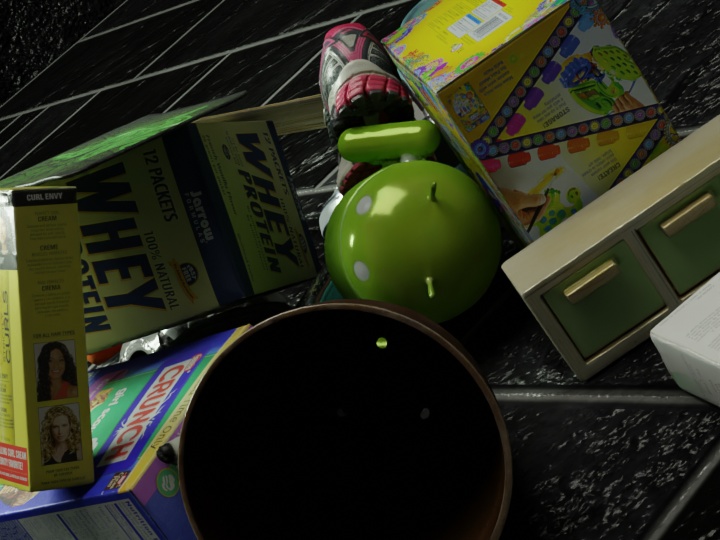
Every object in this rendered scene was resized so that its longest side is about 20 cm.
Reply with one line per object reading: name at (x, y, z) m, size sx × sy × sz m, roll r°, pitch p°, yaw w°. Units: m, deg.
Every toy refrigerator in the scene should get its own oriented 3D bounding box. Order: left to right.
toy refrigerator at (0.197, -0.021, 1.174) m, size 0.200 × 0.076 × 0.070 m, roll -34°, pitch 19°, yaw 3°

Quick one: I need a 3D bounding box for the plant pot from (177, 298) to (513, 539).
plant pot at (0.003, 0.095, 1.117) m, size 0.187 × 0.187 × 0.200 m, roll -32°, pitch 4°, yaw 11°

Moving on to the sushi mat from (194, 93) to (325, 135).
sushi mat at (-0.100, -0.116, 1.515) m, size 0.200 × 0.012 × 0.096 m, roll -13°, pitch -11°, yaw -16°

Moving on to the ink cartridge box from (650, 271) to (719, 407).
ink cartridge box at (0.270, 0.022, 1.002) m, size 0.161 × 0.050 × 0.200 m, roll -39°, pitch 23°, yaw -9°

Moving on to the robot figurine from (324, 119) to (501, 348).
robot figurine at (0.037, -0.018, 1.331) m, size 0.116 × 0.176 × 0.200 m, roll -2°, pitch -1°, yaw -7°

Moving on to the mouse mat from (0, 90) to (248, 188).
mouse mat at (-0.188, -0.090, 1.352) m, size 0.161 × 0.008 × 0.200 m, roll -29°, pitch 13°, yaw -31°

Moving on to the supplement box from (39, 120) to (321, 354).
supplement box at (-0.164, -0.020, 1.428) m, size 0.200 × 0.134 × 0.200 m, roll -19°, pitch 0°, yaw 16°

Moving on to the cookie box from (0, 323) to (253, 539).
cookie box at (-0.162, 0.135, 1.324) m, size 0.200 × 0.075 × 0.171 m, roll -16°, pitch 29°, yaw 42°

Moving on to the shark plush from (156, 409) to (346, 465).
shark plush at (-0.057, 0.123, 1.249) m, size 0.091 × 0.083 × 0.200 m, roll -25°, pitch 3°, yaw 24°

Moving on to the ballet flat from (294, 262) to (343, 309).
ballet flat at (0.000, 0.000, 1.482) m, size 0.074 × 0.074 × 0.200 m, roll -18°, pitch 22°, yaw 42°

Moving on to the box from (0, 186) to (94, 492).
box at (-0.219, 0.044, 1.243) m, size 0.050 × 0.200 × 0.075 m, roll -6°, pitch 5°, yaw -33°

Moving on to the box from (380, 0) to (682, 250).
box at (0.130, -0.099, 1.291) m, size 0.122 × 0.193 × 0.200 m, roll -34°, pitch 20°, yaw 1°

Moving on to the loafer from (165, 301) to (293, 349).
loafer at (-0.132, 0.078, 1.514) m, size 0.200 × 0.072 × 0.063 m, roll -32°, pitch 13°, yaw 16°

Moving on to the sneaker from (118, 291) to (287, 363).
sneaker at (-0.137, 0.060, 1.583) m, size 0.200 × 0.075 × 0.082 m, roll -28°, pitch 31°, yaw 45°

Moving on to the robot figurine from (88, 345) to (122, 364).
robot figurine at (-0.190, 0.001, 1.717) m, size 0.200 × 0.144 × 0.117 m, roll -38°, pitch 36°, yaw -8°

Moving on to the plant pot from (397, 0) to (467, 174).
plant pot at (0.109, -0.184, 1.615) m, size 0.200 × 0.135 × 0.200 m, roll -32°, pitch 19°, yaw 12°

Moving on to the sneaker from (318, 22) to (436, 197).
sneaker at (0.012, -0.116, 1.418) m, size 0.081 × 0.075 × 0.200 m, roll -15°, pitch -24°, yaw -3°

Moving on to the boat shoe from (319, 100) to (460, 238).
boat shoe at (0.023, -0.102, 1.563) m, size 0.202 × 0.075 × 0.086 m, roll -46°, pitch 47°, yaw 48°
